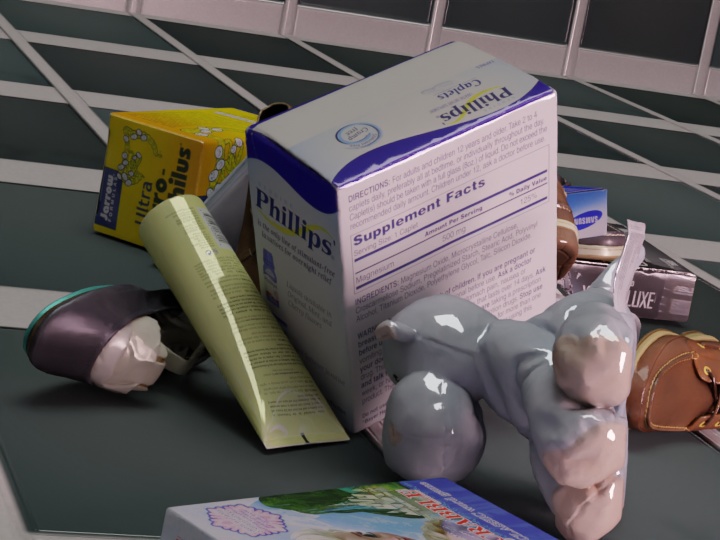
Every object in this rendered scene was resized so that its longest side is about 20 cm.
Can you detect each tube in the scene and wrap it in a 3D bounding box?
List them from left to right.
[{"bbox_3d":[-0.083,0.038,1.310,0.058,0.052,0.200,-28,63,-12],"label":"tube"}]

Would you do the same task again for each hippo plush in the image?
[{"bbox_3d":[0.087,0.061,1.206,0.160,0.201,0.159,5,-10,9],"label":"hippo plush"}]

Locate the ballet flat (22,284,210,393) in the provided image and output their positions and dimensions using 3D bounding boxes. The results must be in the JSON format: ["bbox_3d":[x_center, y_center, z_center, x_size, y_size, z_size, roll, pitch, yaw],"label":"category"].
[{"bbox_3d":[-0.149,0.047,1.317,0.073,0.074,0.200,15,7,19],"label":"ballet flat"}]

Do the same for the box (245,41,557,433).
[{"bbox_3d":[0.031,-0.025,1.327,0.183,0.201,0.105,-25,41,-28],"label":"box"}]

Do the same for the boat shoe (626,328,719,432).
[{"bbox_3d":[0.249,0.084,1.465,0.067,0.072,0.200,15,11,28],"label":"boat shoe"}]

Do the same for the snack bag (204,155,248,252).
[{"bbox_3d":[-0.052,-0.049,1.662,0.199,0.022,0.188,2,-29,-36],"label":"snack bag"}]

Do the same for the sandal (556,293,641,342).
[{"bbox_3d":[0.146,0.056,1.514,0.059,0.080,0.206,17,6,33],"label":"sandal"}]

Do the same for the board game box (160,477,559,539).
[{"bbox_3d":[0.033,0.165,0.999,0.199,0.041,0.200,-1,17,-42],"label":"board game box"}]

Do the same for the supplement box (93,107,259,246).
[{"bbox_3d":[-0.134,-0.082,1.795,0.109,0.110,0.200,17,15,30],"label":"supplement box"}]

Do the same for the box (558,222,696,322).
[{"bbox_3d":[0.209,-0.007,1.877,0.157,0.050,0.200,6,13,-14],"label":"box"}]

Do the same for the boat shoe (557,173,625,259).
[{"bbox_3d":[0.167,-0.060,1.812,0.072,0.065,0.200,2,15,-38],"label":"boat shoe"}]

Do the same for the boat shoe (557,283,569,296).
[{"bbox_3d":[0.115,0.013,1.662,0.060,0.076,0.200,-8,23,-40],"label":"boat shoe"}]

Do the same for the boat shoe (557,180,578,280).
[{"bbox_3d":[0.121,-0.011,1.543,0.074,0.075,0.202,4,-25,-18],"label":"boat shoe"}]

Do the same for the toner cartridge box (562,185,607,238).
[{"bbox_3d":[0.110,-0.044,1.671,0.199,0.043,0.095,-8,11,-42],"label":"toner cartridge box"}]

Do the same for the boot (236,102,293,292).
[{"bbox_3d":[-0.065,-0.028,1.437,0.073,0.201,0.076,-2,-23,12],"label":"boot"}]
